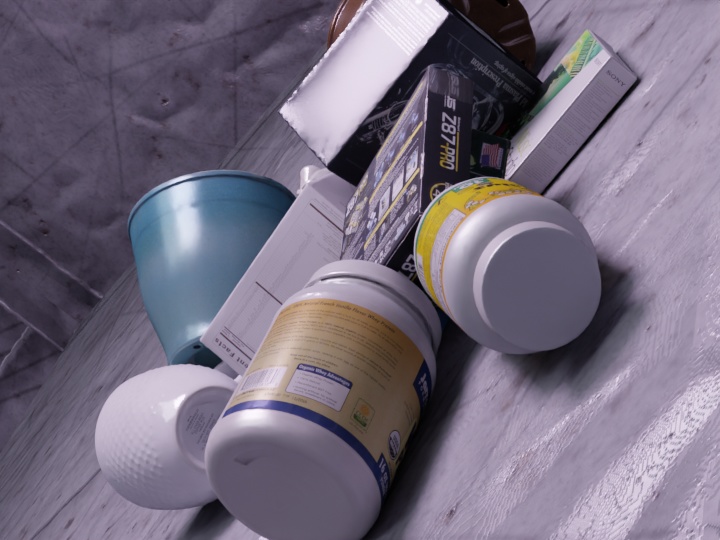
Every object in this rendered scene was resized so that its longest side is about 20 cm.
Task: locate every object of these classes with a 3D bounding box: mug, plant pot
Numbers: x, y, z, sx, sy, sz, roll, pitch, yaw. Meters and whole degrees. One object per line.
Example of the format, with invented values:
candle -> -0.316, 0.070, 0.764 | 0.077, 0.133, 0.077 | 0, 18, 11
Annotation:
mug -> -0.163, 0.151, 1.778 | 0.200, 0.148, 0.175 | -49, 13, -23
plant pot -> -0.155, 0.024, 1.915 | 0.200, 0.199, 0.190 | -42, 45, 42
plant pot -> 0.085, -0.240, 1.895 | 0.201, 0.200, 0.198 | -53, 19, -6

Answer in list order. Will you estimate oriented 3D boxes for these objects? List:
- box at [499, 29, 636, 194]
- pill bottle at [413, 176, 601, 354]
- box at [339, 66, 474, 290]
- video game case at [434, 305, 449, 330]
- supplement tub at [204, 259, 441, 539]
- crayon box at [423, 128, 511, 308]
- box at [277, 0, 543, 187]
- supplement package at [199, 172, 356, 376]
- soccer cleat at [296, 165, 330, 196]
box -> 0.164, -0.122, 1.568 | 0.200, 0.036, 0.144 | -49, 12, 12
pill bottle -> 0.107, -0.003, 1.238 | 0.113, 0.112, 0.200 | -51, 11, 2
box -> 0.034, -0.046, 1.452 | 0.200, 0.049, 0.162 | 123, 157, -48
video game case -> -0.002, 0.117, 1.547 | 0.200, 0.018, 0.144 | -35, 20, 57
supplement tub -> -0.023, 0.102, 1.354 | 0.144, 0.144, 0.201 | -40, 17, 46
crayon box -> 0.064, -0.032, 1.521 | 0.200, 0.050, 0.128 | 137, 145, -65
box -> 0.059, -0.155, 1.640 | 0.182, 0.199, 0.104 | -50, 49, 11
supplement package -> -0.046, 0.017, 1.682 | 0.201, 0.114, 0.109 | -53, -9, 21
soccer cleat -> -0.045, -0.060, 1.867 | 0.070, 0.086, 0.201 | -41, 14, 45
